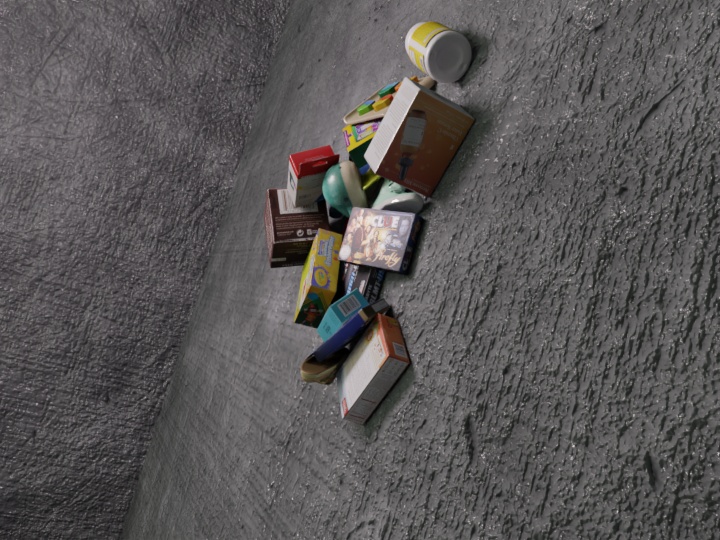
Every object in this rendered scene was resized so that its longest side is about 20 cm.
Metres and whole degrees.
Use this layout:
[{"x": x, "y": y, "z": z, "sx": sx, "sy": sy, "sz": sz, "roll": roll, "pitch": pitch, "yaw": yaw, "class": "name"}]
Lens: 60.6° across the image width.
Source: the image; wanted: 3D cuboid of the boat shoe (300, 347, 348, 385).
[{"x": -0.080, "y": 0.231, "z": 1.434, "sx": 0.200, "sy": 0.073, "sz": 0.067, "roll": -19, "pitch": -62, "yaw": -65, "class": "boat shoe"}]

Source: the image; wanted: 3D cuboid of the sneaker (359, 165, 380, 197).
[{"x": 0.010, "y": -0.278, "z": 1.686, "sx": 0.201, "sy": 0.076, "sz": 0.112, "roll": -53, "pitch": 35, "yaw": 25, "class": "sneaker"}]

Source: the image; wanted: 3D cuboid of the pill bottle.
[{"x": 0.179, "y": -0.527, "z": 1.472, "sx": 0.115, "sy": 0.113, "sz": 0.201, "roll": -60, "pitch": 26, "yaw": 21, "class": "pill bottle"}]

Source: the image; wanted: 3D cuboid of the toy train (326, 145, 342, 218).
[{"x": -0.083, "y": -0.246, "z": 1.763, "sx": 0.201, "sy": 0.084, "sz": 0.117, "roll": 77, "pitch": -174, "yaw": -60, "class": "toy train"}]

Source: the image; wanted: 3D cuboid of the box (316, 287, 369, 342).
[{"x": -0.044, "y": 0.111, "z": 1.436, "sx": 0.082, "sy": 0.049, "sz": 0.200, "roll": -33, "pitch": -10, "yaw": -23, "class": "box"}]

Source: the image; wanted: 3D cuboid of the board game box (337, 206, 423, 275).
[{"x": 0.043, "y": -0.071, "z": 1.431, "sx": 0.199, "sy": 0.034, "sz": 0.137, "roll": 11, "pitch": 81, "yaw": 43, "class": "board game box"}]

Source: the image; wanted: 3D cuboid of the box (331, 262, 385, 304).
[{"x": 0.000, "y": 0.000, "z": 1.544, "sx": 0.198, "sy": 0.049, "sz": 0.202, "roll": 8, "pitch": 80, "yaw": 66, "class": "box"}]

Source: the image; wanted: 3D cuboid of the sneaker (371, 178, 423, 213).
[{"x": 0.092, "y": -0.190, "z": 1.458, "sx": 0.200, "sy": 0.073, "sz": 0.119, "roll": -4, "pitch": 66, "yaw": 63, "class": "sneaker"}]

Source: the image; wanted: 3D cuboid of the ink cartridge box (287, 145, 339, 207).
[{"x": -0.125, "y": -0.257, "z": 1.619, "sx": 0.200, "sy": 0.115, "sz": 0.068, "roll": 109, "pitch": 140, "yaw": -62, "class": "ink cartridge box"}]

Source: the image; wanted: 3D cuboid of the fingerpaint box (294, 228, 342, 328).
[{"x": -0.110, "y": 0.022, "z": 1.631, "sx": 0.168, "sy": 0.073, "sz": 0.201, "roll": 117, "pitch": 163, "yaw": -45, "class": "fingerpaint box"}]

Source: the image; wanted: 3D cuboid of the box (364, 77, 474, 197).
[{"x": 0.126, "y": -0.292, "z": 1.362, "sx": 0.201, "sy": 0.151, "sz": 0.107, "roll": -61, "pitch": 27, "yaw": 22, "class": "box"}]

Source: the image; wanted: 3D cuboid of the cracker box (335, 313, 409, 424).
[{"x": 0.022, "y": 0.212, "z": 1.327, "sx": 0.201, "sy": 0.057, "sz": 0.135, "roll": -56, "pitch": 26, "yaw": 27, "class": "cracker box"}]

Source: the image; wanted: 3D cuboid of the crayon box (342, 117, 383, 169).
[{"x": 0.046, "y": -0.352, "z": 1.565, "sx": 0.171, "sy": 0.059, "sz": 0.201, "roll": -28, "pitch": 28, "yaw": 9, "class": "crayon box"}]

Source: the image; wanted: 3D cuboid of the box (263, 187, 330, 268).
[{"x": -0.185, "y": -0.123, "z": 1.775, "sx": 0.200, "sy": 0.164, "sz": 0.166, "roll": 117, "pitch": 144, "yaw": -67, "class": "box"}]

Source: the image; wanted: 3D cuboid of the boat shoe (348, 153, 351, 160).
[{"x": -0.028, "y": -0.254, "z": 1.765, "sx": 0.073, "sy": 0.061, "sz": 0.202, "roll": -11, "pitch": 60, "yaw": 63, "class": "boat shoe"}]

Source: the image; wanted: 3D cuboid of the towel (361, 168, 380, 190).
[{"x": 0.081, "y": -0.274, "z": 1.504, "sx": 0.199, "sy": 0.018, "sz": 0.086, "roll": -37, "pitch": 21, "yaw": 17, "class": "towel"}]

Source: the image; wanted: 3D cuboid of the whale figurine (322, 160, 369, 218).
[{"x": -0.033, "y": -0.180, "z": 1.581, "sx": 0.103, "sy": 0.201, "sz": 0.160, "roll": -17, "pitch": 44, "yaw": 7, "class": "whale figurine"}]

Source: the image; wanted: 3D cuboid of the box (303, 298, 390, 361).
[{"x": -0.030, "y": 0.142, "z": 1.387, "sx": 0.200, "sy": 0.033, "sz": 0.121, "roll": -42, "pitch": -10, "yaw": 26, "class": "box"}]

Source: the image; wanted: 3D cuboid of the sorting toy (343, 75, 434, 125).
[{"x": 0.068, "y": -0.441, "z": 1.581, "sx": 0.185, "sy": 0.037, "sz": 0.199, "roll": -43, "pitch": 29, "yaw": -23, "class": "sorting toy"}]

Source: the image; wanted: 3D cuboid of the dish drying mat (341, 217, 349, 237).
[{"x": -0.054, "y": -0.064, "z": 1.737, "sx": 0.202, "sy": 0.018, "sz": 0.077, "roll": -69, "pitch": 23, "yaw": 4, "class": "dish drying mat"}]
